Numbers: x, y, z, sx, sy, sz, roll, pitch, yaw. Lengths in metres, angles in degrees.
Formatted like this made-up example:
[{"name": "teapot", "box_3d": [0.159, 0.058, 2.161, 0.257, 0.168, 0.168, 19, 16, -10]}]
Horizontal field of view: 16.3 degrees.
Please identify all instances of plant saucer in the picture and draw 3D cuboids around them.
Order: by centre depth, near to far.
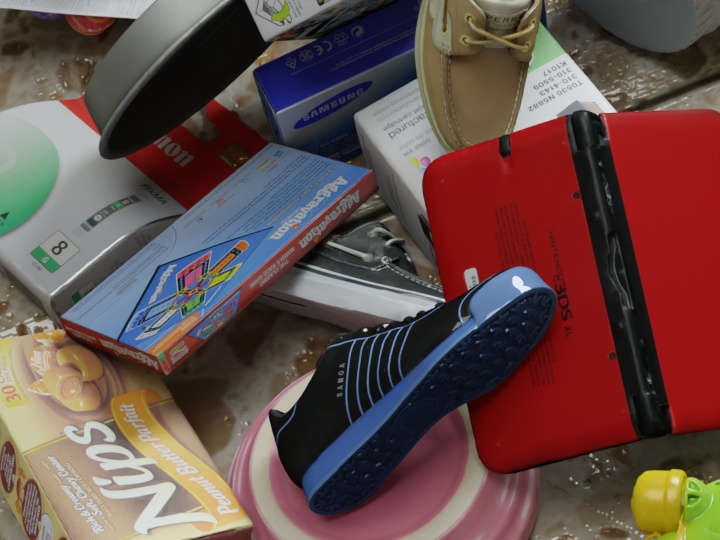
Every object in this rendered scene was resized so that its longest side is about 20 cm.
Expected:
[{"name": "plant saucer", "box_3d": [0.010, 0.128, 1.551, 0.200, 0.051, 0.201, -7, 54, 9]}]

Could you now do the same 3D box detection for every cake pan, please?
[{"name": "cake pan", "box_3d": [-0.109, -0.154, 1.676, 0.200, 0.200, 0.037, -40, 83, -16]}]

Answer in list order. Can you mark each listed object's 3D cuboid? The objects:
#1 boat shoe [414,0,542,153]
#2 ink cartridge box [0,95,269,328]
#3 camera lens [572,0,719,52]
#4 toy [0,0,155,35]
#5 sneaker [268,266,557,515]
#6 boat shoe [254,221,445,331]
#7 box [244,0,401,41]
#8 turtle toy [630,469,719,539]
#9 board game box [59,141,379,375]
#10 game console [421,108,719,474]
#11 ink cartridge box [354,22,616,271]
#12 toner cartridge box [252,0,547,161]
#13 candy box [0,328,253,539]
[{"name": "boat shoe", "box_3d": [0.078, -0.167, 1.565, 0.074, 0.201, 0.066, -2, 8, -16]}, {"name": "ink cartridge box", "box_3d": [-0.182, -0.072, 1.747, 0.200, 0.050, 0.161, -41, 56, -14]}, {"name": "camera lens", "box_3d": [0.233, -0.268, 1.714, 0.160, 0.160, 0.200, 31, 67, 30]}, {"name": "toy", "box_3d": [-0.191, -0.206, 1.841, 0.199, 0.047, 0.115, 2, 39, 9]}, {"name": "sneaker", "box_3d": [0.025, 0.055, 1.490, 0.200, 0.070, 0.078, -42, 56, 14]}, {"name": "boat shoe", "box_3d": [0.000, 0.000, 1.621, 0.199, 0.072, 0.071, 17, 76, 29]}, {"name": "box", "box_3d": [0.005, -0.191, 1.658, 0.110, 0.200, 0.035, -26, 88, 17]}, {"name": "turtle toy", "box_3d": [0.220, 0.202, 1.412, 0.145, 0.101, 0.201, 2, 56, 16]}, {"name": "board game box", "box_3d": [-0.090, -0.011, 1.615, 0.103, 0.019, 0.200, 17, 49, 45]}, {"name": "game console", "box_3d": [0.150, 0.012, 1.533, 0.172, 0.119, 0.201, -17, 77, 25]}, {"name": "ink cartridge box", "box_3d": [0.109, -0.050, 1.633, 0.145, 0.084, 0.200, -30, 54, -8]}, {"name": "toner cartridge box", "box_3d": [0.031, -0.139, 1.710, 0.199, 0.095, 0.043, -26, 61, -5]}, {"name": "candy box", "box_3d": [-0.163, 0.120, 1.564, 0.115, 0.055, 0.200, -10, 45, -28]}]
